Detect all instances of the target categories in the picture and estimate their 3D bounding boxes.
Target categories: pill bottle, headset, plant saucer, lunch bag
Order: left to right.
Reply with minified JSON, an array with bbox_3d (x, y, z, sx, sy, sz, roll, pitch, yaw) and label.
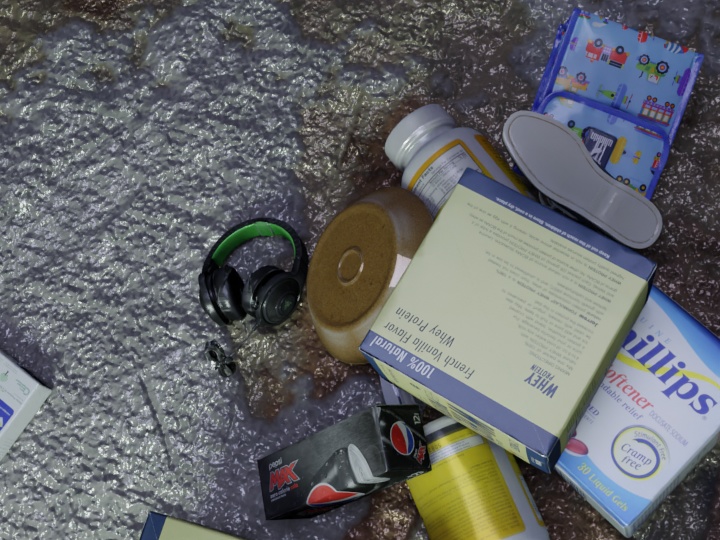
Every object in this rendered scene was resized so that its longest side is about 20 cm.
[{"bbox_3d":[-0.132,0.023,1.269,0.123,0.094,0.201,0,61,21],"label":"headset"},{"bbox_3d":[0.000,0.000,1.225,0.200,0.035,0.201,-22,59,43],"label":"plant saucer"},{"bbox_3d":[0.115,-0.084,1.241,0.113,0.113,0.200,-37,68,-1],"label":"pill bottle"},{"bbox_3d":[0.120,0.247,1.129,0.112,0.112,0.201,-25,68,4],"label":"pill bottle"},{"bbox_3d":[0.263,-0.161,1.240,0.150,0.094,0.201,19,88,0],"label":"lunch bag"}]

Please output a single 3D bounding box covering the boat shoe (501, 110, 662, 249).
[{"bbox_3d":[0.226,-0.093,1.182,0.200,0.062,0.075,32,85,-7],"label":"boat shoe"}]

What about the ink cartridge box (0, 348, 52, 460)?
[{"bbox_3d":[-0.462,0.192,1.328,0.099,0.039,0.200,34,81,21],"label":"ink cartridge box"}]

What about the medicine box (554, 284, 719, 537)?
[{"bbox_3d":[0.267,0.130,1.138,0.200,0.103,0.182,-46,68,-3],"label":"medicine box"}]

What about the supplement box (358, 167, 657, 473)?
[{"bbox_3d":[0.140,0.050,1.063,0.199,0.134,0.200,28,81,17],"label":"supplement box"}]

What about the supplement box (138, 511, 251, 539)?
[{"bbox_3d":[-0.133,0.370,1.129,0.199,0.134,0.201,13,74,17],"label":"supplement box"}]

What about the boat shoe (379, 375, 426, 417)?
[{"bbox_3d":[0.072,0.066,1.219,0.086,0.075,0.203,-12,62,28],"label":"boat shoe"}]

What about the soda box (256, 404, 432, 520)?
[{"bbox_3d":[-0.021,0.199,1.151,0.200,0.063,0.071,-32,61,42],"label":"soda box"}]
